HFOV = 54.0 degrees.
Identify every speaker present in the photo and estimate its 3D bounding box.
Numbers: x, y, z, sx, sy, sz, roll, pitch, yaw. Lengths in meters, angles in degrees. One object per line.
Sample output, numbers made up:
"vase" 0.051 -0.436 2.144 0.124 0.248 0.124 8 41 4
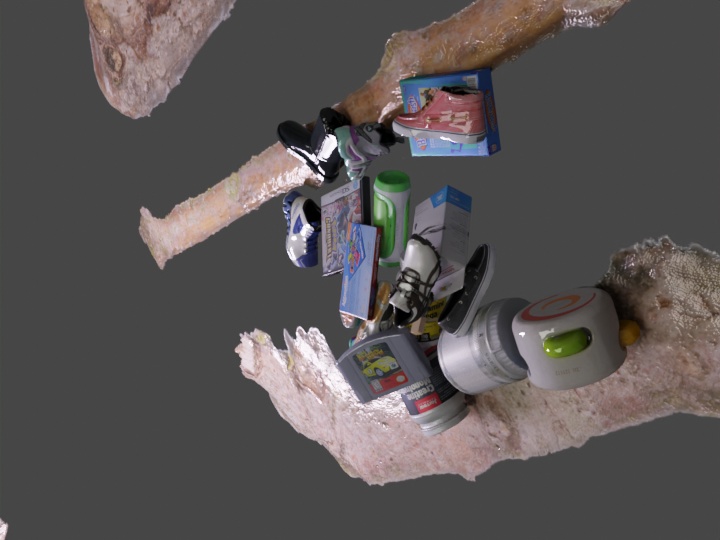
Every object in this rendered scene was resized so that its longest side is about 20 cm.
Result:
"speaker" 0.068 -0.112 1.559 0.088 0.088 0.204 28 131 36

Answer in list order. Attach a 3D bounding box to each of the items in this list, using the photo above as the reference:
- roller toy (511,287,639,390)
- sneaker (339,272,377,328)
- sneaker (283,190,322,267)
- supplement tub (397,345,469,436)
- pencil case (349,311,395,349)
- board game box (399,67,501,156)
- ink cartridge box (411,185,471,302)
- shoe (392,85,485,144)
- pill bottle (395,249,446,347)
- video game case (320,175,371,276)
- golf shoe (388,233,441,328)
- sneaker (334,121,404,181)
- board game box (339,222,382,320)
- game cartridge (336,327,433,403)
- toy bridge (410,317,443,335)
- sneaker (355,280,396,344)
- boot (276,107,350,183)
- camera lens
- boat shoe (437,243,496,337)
"roller toy" 0.374 0.124 1.257 0.181 0.198 0.142 -5 108 61
"sneaker" 0.004 0.043 1.663 0.071 0.079 0.204 -22 55 47
"sneaker" -0.134 -0.099 1.810 0.114 0.080 0.204 15 121 47
"supplement tub" 0.155 0.262 1.633 0.140 0.139 0.203 -29 89 53
"pencil case" 0.042 0.170 1.761 0.089 0.088 0.200 56 143 8
"board game box" 0.170 -0.300 1.357 0.198 0.045 0.155 11 120 46
"ink cartridge box" 0.156 -0.051 1.407 0.115 0.066 0.204 -31 43 53
"shoe" 0.143 -0.294 1.302 0.197 0.071 0.093 17 123 37
"pill bottle" 0.134 0.056 1.556 0.111 0.111 0.204 18 125 42
"video game case" -0.036 -0.101 1.666 0.179 0.025 0.205 -17 71 53
"golf shoe" 0.100 0.028 1.346 0.077 0.094 0.203 25 135 29
"sneaker" 0.029 -0.259 1.515 0.200 0.137 0.079 52 -156 -76
"board game box" 0.000 0.000 1.568 0.102 0.019 0.205 14 101 49
"game cartridge" 0.047 0.206 1.557 0.198 0.041 0.135 -27 99 27
"toy bridge" 0.187 0.137 1.521 0.198 0.068 0.027 31 153 -31
"sneaker" 0.052 0.110 1.592 0.076 0.086 0.203 -120 40 -50
"boot" -0.101 -0.321 1.638 0.200 0.076 0.169 46 144 11
"camera lens" 0.263 0.154 1.423 0.199 0.159 0.162 -33 86 52
"boat shoe" 0.206 0.030 1.397 0.065 0.203 0.070 28 171 -19
